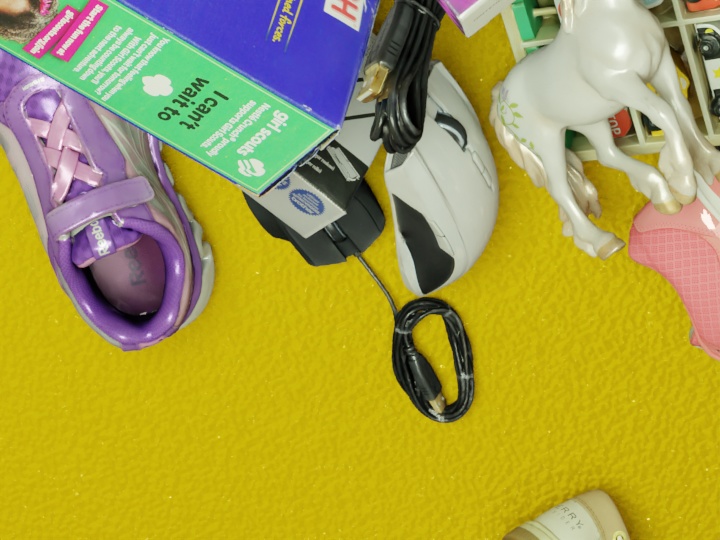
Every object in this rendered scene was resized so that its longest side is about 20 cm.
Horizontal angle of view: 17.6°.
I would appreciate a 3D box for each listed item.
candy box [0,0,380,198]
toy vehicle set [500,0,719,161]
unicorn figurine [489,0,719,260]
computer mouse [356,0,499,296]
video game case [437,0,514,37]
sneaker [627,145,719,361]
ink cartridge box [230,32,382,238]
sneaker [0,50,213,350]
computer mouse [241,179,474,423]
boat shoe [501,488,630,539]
[{"bbox_3d":[-0.087,-0.157,1.022,0.200,0.169,0.077,29,144,-20],"label":"candy box"},{"bbox_3d":[0.122,-0.146,1.087,0.124,0.027,0.200,-7,122,23],"label":"toy vehicle set"},{"bbox_3d":[0.116,-0.090,1.055,0.200,0.074,0.138,-36,85,45],"label":"unicorn figurine"},{"bbox_3d":[0.040,-0.059,1.092,0.044,0.110,0.200,7,148,14],"label":"computer mouse"},{"bbox_3d":[0.056,-0.232,1.001,0.181,0.036,0.200,-37,78,2],"label":"video game case"},{"bbox_3d":[0.214,0.023,1.183,0.087,0.074,0.200,-36,105,26],"label":"sneaker"},{"bbox_3d":[-0.075,-0.113,1.091,0.200,0.094,0.044,37,147,-15],"label":"ink cartridge box"},{"bbox_3d":[-0.130,-0.045,1.113,0.080,0.089,0.200,-22,110,8],"label":"sneaker"},{"bbox_3d":[0.000,0.000,1.173,0.059,0.034,0.200,-32,110,9],"label":"computer mouse"},{"bbox_3d":[0.146,0.204,1.241,0.066,0.074,0.200,-35,119,-16],"label":"boat shoe"}]
